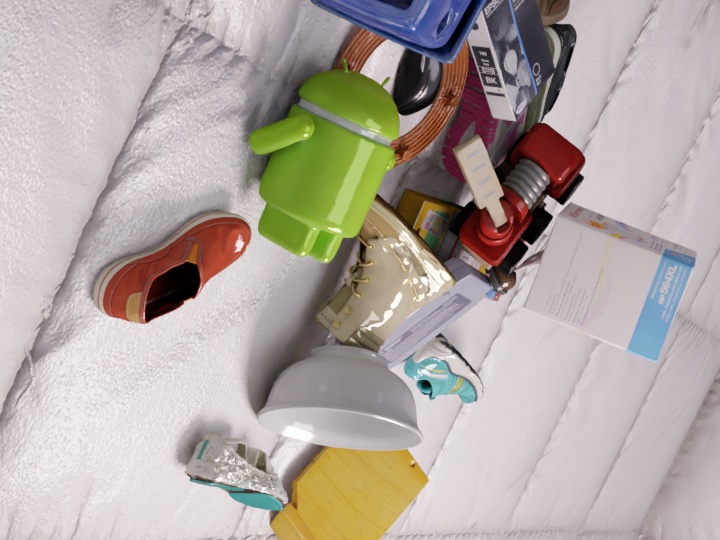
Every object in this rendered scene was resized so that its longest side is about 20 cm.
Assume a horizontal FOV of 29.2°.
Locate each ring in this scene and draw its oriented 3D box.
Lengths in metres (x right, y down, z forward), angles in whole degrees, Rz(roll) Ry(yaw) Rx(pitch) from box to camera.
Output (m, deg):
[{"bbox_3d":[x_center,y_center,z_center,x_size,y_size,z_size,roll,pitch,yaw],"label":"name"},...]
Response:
[{"bbox_3d":[0.045,-0.199,1.519,0.199,0.019,0.203,-23,131,-29],"label":"ring"}]

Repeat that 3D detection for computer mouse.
[{"bbox_3d":[0.078,-0.264,1.545,0.140,0.046,0.202,-5,118,-60],"label":"computer mouse"}]

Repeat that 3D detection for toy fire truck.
[{"bbox_3d":[0.180,-0.109,1.644,0.177,0.128,0.200,-50,172,-8],"label":"toy fire truck"}]

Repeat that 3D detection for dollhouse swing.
[{"bbox_3d":[-0.039,0.316,1.865,0.200,0.175,0.183,-44,106,-30],"label":"dollhouse swing"}]

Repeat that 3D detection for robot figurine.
[{"bbox_3d":[-0.031,-0.114,1.415,0.175,0.115,0.202,13,102,-53],"label":"robot figurine"}]

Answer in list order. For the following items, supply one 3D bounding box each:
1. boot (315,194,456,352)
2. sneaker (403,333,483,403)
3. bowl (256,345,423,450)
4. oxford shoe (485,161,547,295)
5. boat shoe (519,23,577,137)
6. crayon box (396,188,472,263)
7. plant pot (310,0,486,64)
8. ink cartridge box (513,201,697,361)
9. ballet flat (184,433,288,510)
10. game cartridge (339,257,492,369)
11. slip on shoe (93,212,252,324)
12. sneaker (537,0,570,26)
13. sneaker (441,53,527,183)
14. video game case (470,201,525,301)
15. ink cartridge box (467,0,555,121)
[{"bbox_3d":[0.000,0.000,1.600,0.155,0.073,0.200,-42,125,5],"label":"boot"},{"bbox_3d":[0.115,0.147,1.965,0.080,0.078,0.200,-42,147,3],"label":"sneaker"},{"bbox_3d":[-0.019,0.145,1.621,0.201,0.198,0.092,45,47,-61],"label":"bowl"},{"bbox_3d":[0.196,-0.066,1.781,0.073,0.083,0.203,40,48,-54],"label":"oxford shoe"},{"bbox_3d":[0.226,-0.236,1.767,0.066,0.074,0.201,-27,145,-34],"label":"boat shoe"},{"bbox_3d":[0.080,-0.029,1.750,0.199,0.051,0.127,11,105,-62],"label":"crayon box"},{"bbox_3d":[0.037,-0.314,1.279,0.202,0.198,0.180,-63,158,-1],"label":"plant pot"},{"bbox_3d":[0.295,0.006,1.693,0.128,0.198,0.127,-30,141,-72],"label":"ink cartridge box"},{"bbox_3d":[-0.134,0.231,1.599,0.072,0.071,0.200,-59,153,-6],"label":"ballet flat"},{"bbox_3d":[0.067,0.060,1.734,0.199,0.041,0.133,-38,162,11],"label":"game cartridge"},{"bbox_3d":[-0.169,0.001,1.338,0.199,0.061,0.075,-30,137,-48],"label":"slip on shoe"},{"bbox_3d":[0.199,-0.336,1.667,0.199,0.070,0.077,-30,132,-49],"label":"sneaker"},{"bbox_3d":[0.168,-0.210,1.724,0.088,0.081,0.202,-22,140,-53],"label":"sneaker"},{"bbox_3d":[0.184,-0.034,1.960,0.199,0.017,0.145,17,98,-62],"label":"video game case"},{"bbox_3d":[0.162,-0.279,1.566,0.100,0.039,0.201,-50,134,-28],"label":"ink cartridge box"}]
